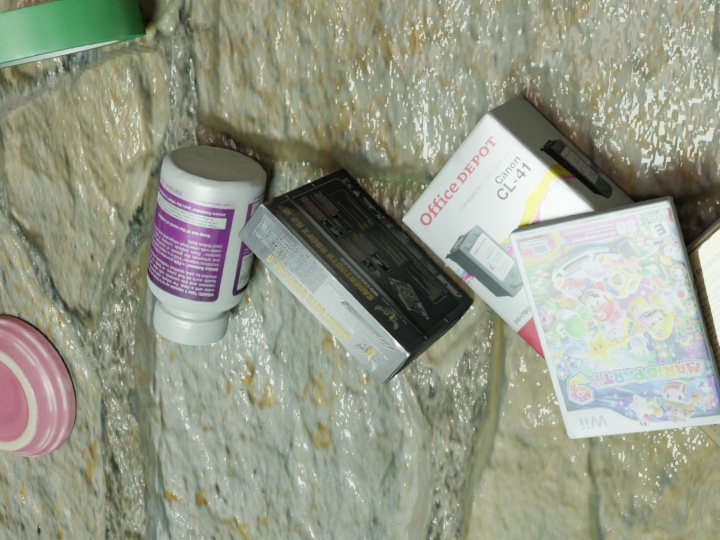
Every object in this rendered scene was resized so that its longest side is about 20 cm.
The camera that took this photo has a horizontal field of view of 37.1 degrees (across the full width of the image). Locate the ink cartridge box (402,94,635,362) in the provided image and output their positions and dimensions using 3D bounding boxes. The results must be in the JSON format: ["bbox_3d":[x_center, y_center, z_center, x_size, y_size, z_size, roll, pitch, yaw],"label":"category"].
[{"bbox_3d":[0.161,-0.037,0.989,0.200,0.086,0.148,43,123,7],"label":"ink cartridge box"}]

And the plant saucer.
[{"bbox_3d":[-0.471,0.161,1.429,0.200,0.051,0.201,10,112,26],"label":"plant saucer"}]

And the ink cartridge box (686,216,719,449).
[{"bbox_3d":[0.339,0.038,0.921,0.165,0.075,0.200,48,123,9],"label":"ink cartridge box"}]

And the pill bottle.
[{"bbox_3d":[-0.171,-0.024,1.161,0.112,0.112,0.200,23,116,21],"label":"pill bottle"}]

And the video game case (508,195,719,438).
[{"bbox_3d":[0.222,0.046,0.926,0.143,0.018,0.200,-12,104,29],"label":"video game case"}]

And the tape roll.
[{"bbox_3d":[-0.327,-0.247,1.119,0.200,0.200,0.048,-4,105,30],"label":"tape roll"}]

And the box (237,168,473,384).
[{"bbox_3d":[0.000,0.000,1.047,0.200,0.158,0.048,45,122,8],"label":"box"}]
